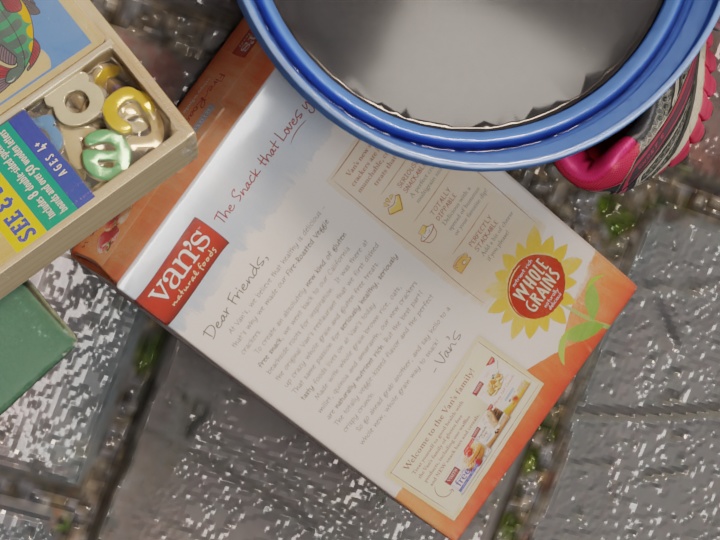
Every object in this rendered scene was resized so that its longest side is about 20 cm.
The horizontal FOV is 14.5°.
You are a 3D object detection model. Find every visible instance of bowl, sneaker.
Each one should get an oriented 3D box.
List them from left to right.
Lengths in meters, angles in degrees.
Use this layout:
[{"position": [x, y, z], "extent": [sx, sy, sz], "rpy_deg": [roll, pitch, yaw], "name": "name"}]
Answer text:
[{"position": [0.044, -0.138, 1.075], "extent": [0.200, 0.039, 0.201], "rpy_deg": [0, 89, -9], "name": "bowl"}, {"position": [0.115, -0.128, 1.140], "extent": [0.075, 0.080, 0.200], "rpy_deg": [-31, 125, -63], "name": "sneaker"}]

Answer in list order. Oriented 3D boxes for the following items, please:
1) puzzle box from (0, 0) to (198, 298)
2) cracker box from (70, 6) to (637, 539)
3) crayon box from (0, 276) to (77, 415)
[{"position": [-0.168, -0.080, 0.993], "extent": [0.133, 0.025, 0.200], "rpy_deg": [-37, 77, -12], "name": "puzzle box"}, {"position": [0.000, 0.000, 1.150], "extent": [0.200, 0.058, 0.134], "rpy_deg": [39, 85, -30], "name": "cracker box"}, {"position": [-0.199, 0.072, 1.033], "extent": [0.200, 0.126, 0.052], "rpy_deg": [-41, 98, -9], "name": "crayon box"}]
